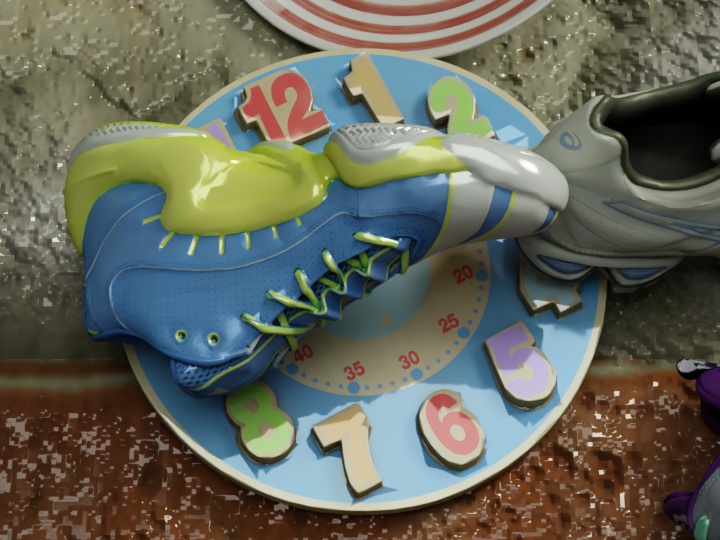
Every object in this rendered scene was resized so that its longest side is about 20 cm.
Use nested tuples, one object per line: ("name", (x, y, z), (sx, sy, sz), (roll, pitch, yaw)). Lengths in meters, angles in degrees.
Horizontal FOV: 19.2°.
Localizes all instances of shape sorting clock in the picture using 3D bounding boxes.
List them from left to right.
("shape sorting clock", (0.000, 0.000, 0.860), (0.200, 0.039, 0.200), (-1, 66, 2))

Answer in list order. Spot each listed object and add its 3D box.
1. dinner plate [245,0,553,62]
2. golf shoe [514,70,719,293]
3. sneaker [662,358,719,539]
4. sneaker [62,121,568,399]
("dinner plate", (0.023, -0.186, 0.926), (0.200, 0.024, 0.201), (-2, 82, 16))
("golf shoe", (0.161, -0.040, 0.832), (0.200, 0.097, 0.078), (-7, 66, -16))
("sneaker", (0.157, 0.120, 0.794), (0.087, 0.074, 0.200), (-4, 56, 15))
("sneaker", (-0.020, 0.000, 0.808), (0.200, 0.076, 0.105), (2, 83, 22))
